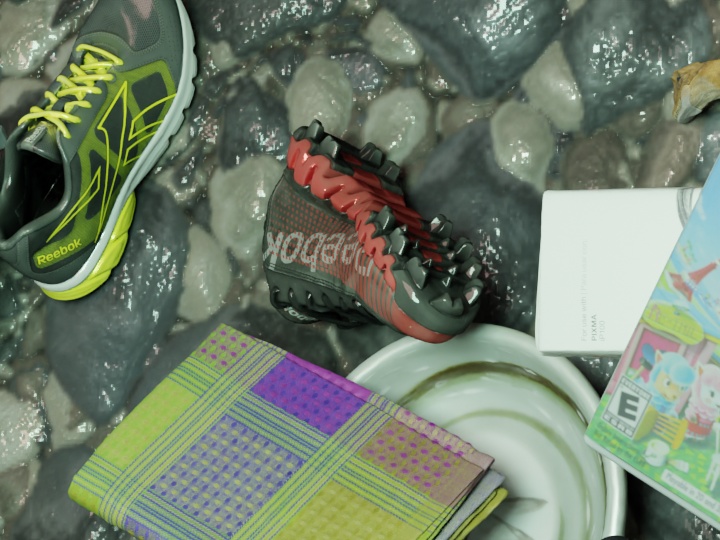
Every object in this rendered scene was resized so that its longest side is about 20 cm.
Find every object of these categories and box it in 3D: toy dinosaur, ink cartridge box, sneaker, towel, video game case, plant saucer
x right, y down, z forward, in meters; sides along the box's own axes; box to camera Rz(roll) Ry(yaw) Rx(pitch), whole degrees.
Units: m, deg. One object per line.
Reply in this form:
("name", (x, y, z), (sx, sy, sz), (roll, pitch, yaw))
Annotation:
("toy dinosaur", (0.241, -0.092, 1.457), (0.199, 0.060, 0.107), (-8, 70, 28))
("ink cartridge box", (0.202, 0.003, 1.391), (0.199, 0.146, 0.083), (0, 88, 30))
("sneaker", (-0.157, -0.084, 1.670), (0.074, 0.085, 0.201), (12, 83, 31))
("towel", (-0.040, 0.112, 1.485), (0.199, 0.023, 0.144), (26, 58, 32))
("video game case", (0.218, 0.055, 1.290), (0.200, 0.022, 0.183), (33, 117, 19))
("plant saucer", (0.055, 0.130, 1.502), (0.199, 0.050, 0.201), (-10, 70, 28))
("sneaker", (0.000, 0.000, 1.543), (0.098, 0.071, 0.200), (-60, 33, 13))

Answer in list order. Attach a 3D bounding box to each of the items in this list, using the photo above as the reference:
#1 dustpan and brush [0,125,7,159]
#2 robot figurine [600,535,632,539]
("dustpan and brush", (-0.240, -0.036, 1.639), (0.057, 0.200, 0.140), (1, 75, 24))
("robot figurine", (0.070, 0.201, 1.335), (0.149, 0.200, 0.126), (-10, 98, 5))
